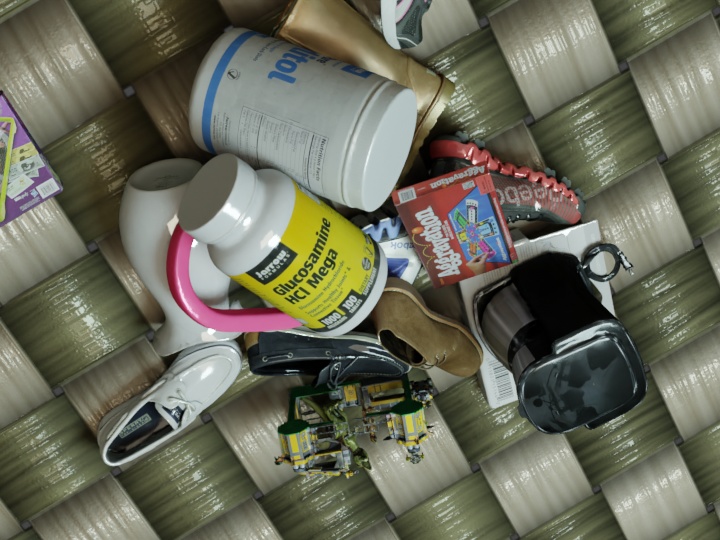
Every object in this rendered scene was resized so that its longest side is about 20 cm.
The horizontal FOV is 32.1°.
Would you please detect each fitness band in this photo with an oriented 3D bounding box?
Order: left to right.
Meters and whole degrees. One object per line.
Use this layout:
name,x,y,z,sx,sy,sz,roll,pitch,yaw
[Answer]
fitness band,-0.104,-0.008,1.296,0.198,0.037,0.145,-1,103,-31

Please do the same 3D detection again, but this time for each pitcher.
pitcher,-0.163,-0.015,1.340,0.170,0.122,0.202,-6,119,7

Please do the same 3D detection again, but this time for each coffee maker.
coffee maker,0.233,0.064,1.373,0.134,0.200,0.192,38,101,-23

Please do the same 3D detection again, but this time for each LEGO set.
LEGO set,-0.003,0.202,1.450,0.198,0.154,0.117,-13,110,-6

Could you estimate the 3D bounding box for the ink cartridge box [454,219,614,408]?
ink cartridge box,0.211,0.046,1.495,0.175,0.045,0.202,-18,114,-5

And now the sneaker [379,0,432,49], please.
sneaker,0.063,-0.301,1.254,0.085,0.081,0.201,3,147,5

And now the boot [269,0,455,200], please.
boot,-0.020,-0.186,1.347,0.199,0.066,0.176,29,95,-20

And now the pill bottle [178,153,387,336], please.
pill bottle,-0.076,-0.026,1.219,0.199,0.113,0.113,34,101,-35

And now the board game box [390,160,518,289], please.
board game box,0.105,-0.044,1.340,0.102,0.020,0.200,-18,151,8

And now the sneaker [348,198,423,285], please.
sneaker,0.001,0.000,1.410,0.198,0.081,0.116,-22,112,-6

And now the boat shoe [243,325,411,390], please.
boat shoe,-0.038,0.104,1.438,0.198,0.063,0.075,9,151,-12

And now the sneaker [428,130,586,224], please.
sneaker,0.160,-0.079,1.409,0.199,0.071,0.099,19,80,-17

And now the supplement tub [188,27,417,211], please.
supplement tub,-0.058,-0.151,1.243,0.198,0.132,0.133,21,108,16

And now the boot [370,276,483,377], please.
boot,0.074,0.087,1.412,0.073,0.076,0.200,-25,140,27

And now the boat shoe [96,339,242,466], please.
boat shoe,-0.213,0.155,1.429,0.200,0.065,0.074,-40,114,5

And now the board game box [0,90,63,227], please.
board game box,-0.427,-0.086,1.309,0.199,0.032,0.121,-30,118,-1
